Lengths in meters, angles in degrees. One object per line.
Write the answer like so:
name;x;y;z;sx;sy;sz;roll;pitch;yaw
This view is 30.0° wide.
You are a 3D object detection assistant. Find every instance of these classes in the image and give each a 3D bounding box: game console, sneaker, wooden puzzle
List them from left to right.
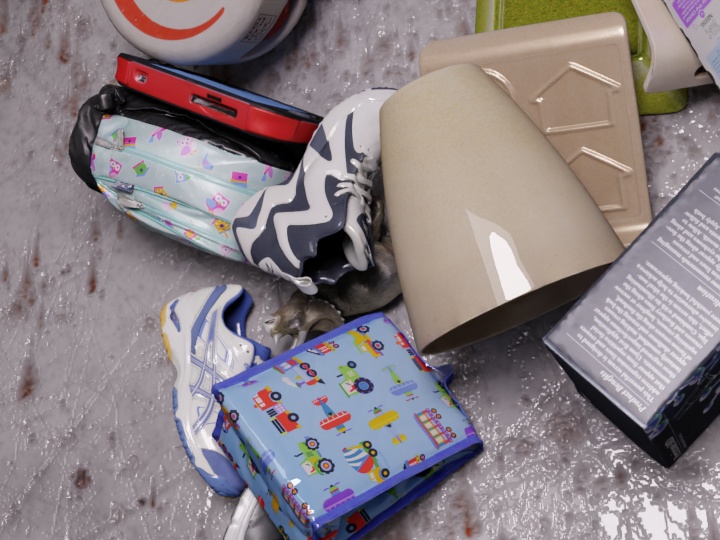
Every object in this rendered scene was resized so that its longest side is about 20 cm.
sneaker;-0.120;0.101;1.204;0.088;0.075;0.201;-21;66;11
game console;-0.110;-0.157;1.242;0.199;0.177;0.031;23;104;25
sneaker;-0.084;0.264;1.144;0.084;0.075;0.201;18;71;-1
sneaker;-0.005;-0.060;1.147;0.199;0.080;0.130;-40;50;-10
wooden puzzle;0.154;-0.112;1.171;0.184;0.046;0.201;-6;97;22

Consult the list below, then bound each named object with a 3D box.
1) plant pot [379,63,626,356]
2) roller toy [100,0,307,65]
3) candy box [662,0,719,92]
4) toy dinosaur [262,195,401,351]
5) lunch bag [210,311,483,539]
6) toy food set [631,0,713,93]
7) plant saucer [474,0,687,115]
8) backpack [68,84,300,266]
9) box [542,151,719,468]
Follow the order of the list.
plant pot;0.094;-0.059;1.094;0.187;0.187;0.201;-25;80;10
roller toy;-0.146;-0.284;1.253;0.199;0.140;0.183;0;98;21
candy box;0.329;-0.256;1.112;0.167;0.072;0.201;-20;73;-25
toy dinosaur;0.000;0.000;1.210;0.199;0.077;0.103;-28;76;3
lunch bag;-0.002;0.126;1.127;0.199;0.094;0.151;-28;63;-23
toy food set;0.271;-0.254;1.168;0.143;0.060;0.201;-11;69;-22
plant saucer;0.196;-0.238;1.228;0.199;0.048;0.201;-2;70;19
backpack;-0.154;-0.087;1.253;0.199;0.167;0.127;22;101;23
box;0.258;0.035;1.049;0.200;0.148;0.107;-47;63;-1
